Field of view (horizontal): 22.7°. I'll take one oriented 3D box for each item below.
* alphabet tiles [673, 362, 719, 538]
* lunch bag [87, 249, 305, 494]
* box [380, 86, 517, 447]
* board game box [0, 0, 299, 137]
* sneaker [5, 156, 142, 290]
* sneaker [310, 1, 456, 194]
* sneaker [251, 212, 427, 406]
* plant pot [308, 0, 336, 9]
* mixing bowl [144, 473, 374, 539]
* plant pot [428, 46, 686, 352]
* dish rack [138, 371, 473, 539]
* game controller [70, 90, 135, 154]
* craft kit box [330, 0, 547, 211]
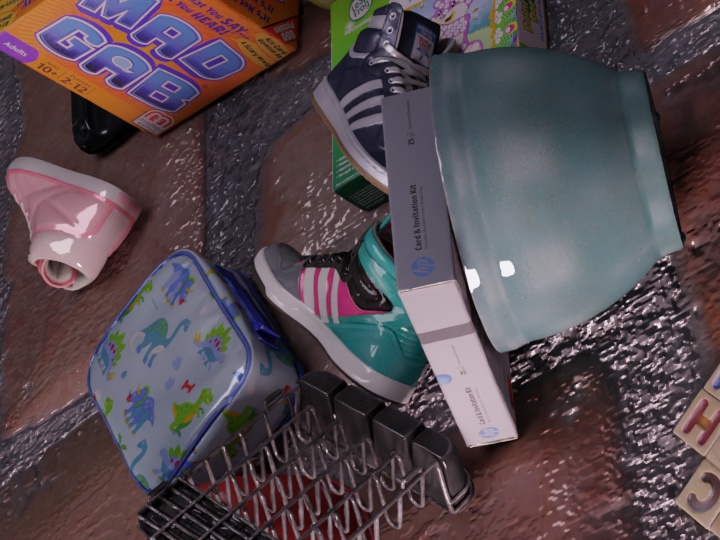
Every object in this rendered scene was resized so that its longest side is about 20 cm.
[{"bbox_3d":[0.271,0.080,1.053,0.200,0.006,0.166,-57,38,6],"label":"alphabet tiles"},{"bbox_3d":[-0.131,0.086,1.445,0.161,0.082,0.200,-53,38,12],"label":"lunch bag"},{"bbox_3d":[0.061,0.001,1.191,0.041,0.200,0.156,-12,55,11],"label":"box"},{"bbox_3d":[-0.193,-0.283,1.646,0.200,0.200,0.200,-26,49,38],"label":"board game box"},{"bbox_3d":[-0.297,-0.043,1.718,0.200,0.075,0.105,17,75,47],"label":"sneaker"},{"bbox_3d":[0.035,-0.126,1.332,0.109,0.070,0.200,-53,36,14],"label":"sneaker"},{"bbox_3d":[0.000,0.000,1.346,0.200,0.083,0.121,42,105,44],"label":"sneaker"},{"bbox_3d":[-0.054,-0.320,1.519,0.200,0.184,0.201,-21,53,31],"label":"plant pot"},{"bbox_3d":[-0.093,0.226,1.296,0.200,0.108,0.201,-28,48,35],"label":"mixing bowl"},{"bbox_3d":[0.135,-0.057,1.168,0.134,0.200,0.201,-12,54,12],"label":"plant pot"},{"bbox_3d":[-0.041,0.154,1.203,0.153,0.055,0.200,25,49,37],"label":"dish rack"},{"bbox_3d":[-0.249,-0.209,1.807,0.104,0.042,0.200,-24,50,19],"label":"game controller"},{"bbox_3d":[0.060,-0.174,1.423,0.200,0.048,0.198,-28,46,35],"label":"craft kit box"}]
